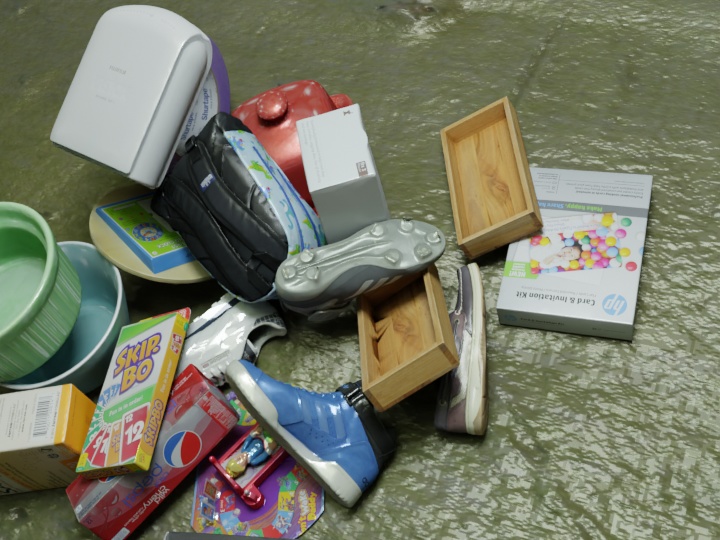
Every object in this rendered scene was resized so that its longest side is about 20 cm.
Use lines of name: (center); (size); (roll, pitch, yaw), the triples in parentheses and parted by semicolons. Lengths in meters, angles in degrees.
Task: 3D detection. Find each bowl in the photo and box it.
bowl: (-0.367, 0.077, 1.154); (0.197, 0.106, 0.204); (-8, 56, 12)

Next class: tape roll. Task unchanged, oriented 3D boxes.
tape roll: (-0.254, -0.223, 1.253); (0.064, 0.201, 0.203); (9, 61, 21)

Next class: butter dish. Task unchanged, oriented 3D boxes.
butter dish: (-0.096, -0.172, 1.208); (0.197, 0.149, 0.202); (-20, 54, 3)

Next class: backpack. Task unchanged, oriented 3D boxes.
backpack: (-0.133, -0.057, 1.105); (0.164, 0.153, 0.201); (-49, 57, 19)

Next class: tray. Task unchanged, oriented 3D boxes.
tray: (0.048, 0.060, 1.017); (0.098, 0.037, 0.201); (-33, 24, 15)
tray: (0.158, -0.116, 1.137); (0.097, 0.037, 0.203); (-24, 47, 23)

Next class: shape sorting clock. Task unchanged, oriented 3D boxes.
shape sorting clock: (-0.249, -0.050, 1.194); (0.196, 0.040, 0.201); (11, 34, -7)

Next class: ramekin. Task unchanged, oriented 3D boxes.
ramekin: (-0.424, 0.031, 1.076); (0.196, 0.098, 0.203); (-8, 57, 12)

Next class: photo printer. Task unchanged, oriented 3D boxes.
photo printer: (-0.270, -0.216, 1.105); (0.165, 0.069, 0.203); (23, 89, 31)

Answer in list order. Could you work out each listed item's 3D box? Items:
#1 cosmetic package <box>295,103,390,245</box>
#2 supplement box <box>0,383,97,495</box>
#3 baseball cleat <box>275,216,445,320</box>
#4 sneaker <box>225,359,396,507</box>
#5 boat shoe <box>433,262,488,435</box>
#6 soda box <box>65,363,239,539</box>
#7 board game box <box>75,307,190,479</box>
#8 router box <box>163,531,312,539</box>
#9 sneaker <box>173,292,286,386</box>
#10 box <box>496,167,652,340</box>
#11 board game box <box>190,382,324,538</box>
cosmetic package: (-0.011, -0.081, 1.091); (0.080, 0.201, 0.114); (-16, 52, 4)
supplement box: (-0.398, 0.202, 1.071); (0.196, 0.127, 0.075); (-10, 57, 11)
baseball cleat: (0.000, 0.000, 1.054); (0.196, 0.107, 0.071); (-12, 59, -4)
sneaker: (-0.047, 0.146, 1.002); (0.200, 0.077, 0.111); (44, 73, 3)
boat shoe: (0.110, 0.084, 1.033); (0.063, 0.072, 0.204); (-2, 64, 9)
soda box: (-0.231, 0.206, 1.037); (0.200, 0.064, 0.070); (-45, 35, -8)
board game box: (-0.252, 0.131, 1.041); (0.094, 0.030, 0.203); (-15, 47, 31)
router box: (-0.081, 0.310, 0.894); (0.196, 0.151, 0.063); (-1, 57, 15)
sneaker: (-0.180, 0.107, 1.104); (0.200, 0.077, 0.080); (-44, 65, -12)
box: (0.252, -0.025, 1.078); (0.153, 0.041, 0.203); (6, 62, 21)
board game box: (-0.118, 0.209, 1.035); (0.155, 0.039, 0.203); (-6, 58, 12)
